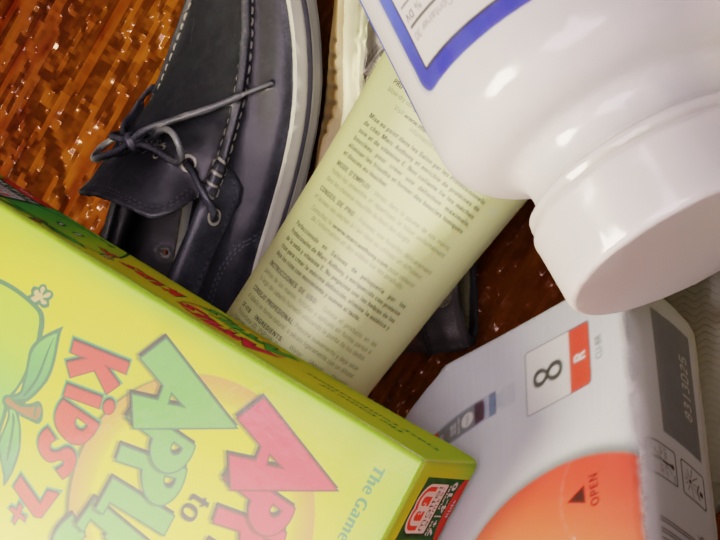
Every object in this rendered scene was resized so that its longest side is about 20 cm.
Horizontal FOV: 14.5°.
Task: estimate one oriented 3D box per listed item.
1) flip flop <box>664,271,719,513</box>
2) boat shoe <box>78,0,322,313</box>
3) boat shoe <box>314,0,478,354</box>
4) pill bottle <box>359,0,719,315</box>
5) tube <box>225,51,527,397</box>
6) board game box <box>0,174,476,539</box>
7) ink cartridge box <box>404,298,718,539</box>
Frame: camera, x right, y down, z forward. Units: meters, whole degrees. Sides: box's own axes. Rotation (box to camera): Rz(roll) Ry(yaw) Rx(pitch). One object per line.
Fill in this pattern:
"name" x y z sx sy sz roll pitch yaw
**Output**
"flip flop" 0.098 -0.011 0.939 0.081 0.058 0.201 -3 90 -15
"boat shoe" -0.060 -0.032 0.979 0.062 0.075 0.201 9 95 -29
"boat shoe" 0.023 -0.069 0.970 0.064 0.073 0.201 7 100 9
"pill bottle" 0.056 -0.092 0.852 0.112 0.112 0.201 -30 72 11
"tube" 0.000 0.000 0.928 0.058 0.052 0.200 28 103 -29
"board game box" -0.074 0.056 0.902 0.200 0.048 0.102 30 96 22
"ink cartridge box" 0.021 0.109 0.894 0.200 0.050 0.163 -27 43 27
